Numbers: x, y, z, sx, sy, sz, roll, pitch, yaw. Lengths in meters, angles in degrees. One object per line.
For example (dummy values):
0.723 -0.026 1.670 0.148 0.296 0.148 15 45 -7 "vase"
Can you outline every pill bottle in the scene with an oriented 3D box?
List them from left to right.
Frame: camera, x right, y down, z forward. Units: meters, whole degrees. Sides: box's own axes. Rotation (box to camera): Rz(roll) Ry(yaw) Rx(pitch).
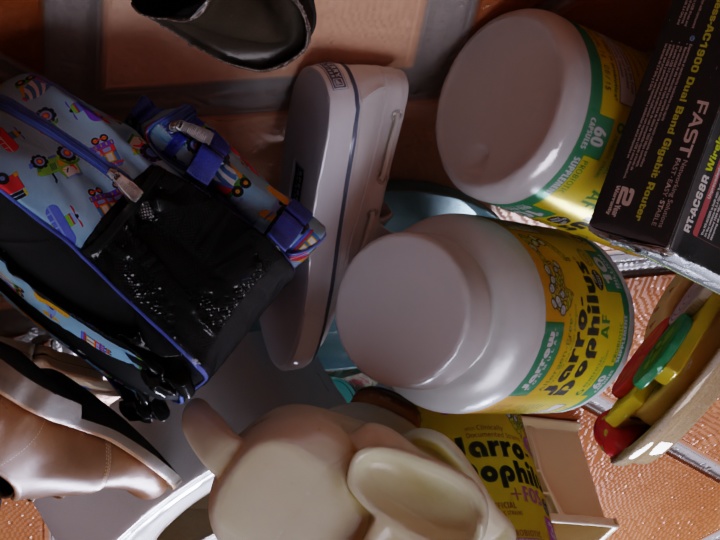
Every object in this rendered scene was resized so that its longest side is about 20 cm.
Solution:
0.058 0.126 1.369 0.104 0.201 0.104 -11 151 -6 "pill bottle"
0.071 0.026 1.244 0.113 0.113 0.200 -30 162 25 "pill bottle"
0.150 -0.070 1.238 0.200 0.113 0.113 18 136 -38 "pill bottle"

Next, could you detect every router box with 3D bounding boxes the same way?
0.222 -0.084 1.175 0.150 0.201 0.062 23 176 -42 "router box"

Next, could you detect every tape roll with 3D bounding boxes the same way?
-0.104 0.123 1.363 0.202 0.071 0.203 -31 162 -11 "tape roll"

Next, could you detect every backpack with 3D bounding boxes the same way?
-0.140 -0.029 1.162 0.135 0.200 0.183 -51 -178 -14 "backpack"

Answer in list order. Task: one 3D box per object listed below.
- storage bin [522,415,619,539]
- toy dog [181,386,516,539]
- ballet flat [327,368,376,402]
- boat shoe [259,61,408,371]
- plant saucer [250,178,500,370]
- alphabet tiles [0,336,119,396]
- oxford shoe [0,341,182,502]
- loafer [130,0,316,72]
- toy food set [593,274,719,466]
0.051 0.195 1.620 0.198 0.094 0.200 8 142 -29 "storage bin"
-0.011 0.138 1.227 0.193 0.140 0.200 24 -173 8 "toy dog"
0.010 0.094 1.482 0.199 0.076 0.064 -13 172 7 "ballet flat"
-0.012 -0.027 1.248 0.065 0.074 0.201 -5 129 -26 "boat shoe"
0.000 0.000 1.371 0.199 0.027 0.200 -9 146 -6 "plant saucer"
-0.242 0.050 1.283 0.195 0.015 0.200 17 168 -38 "alphabet tiles"
-0.167 0.097 1.177 0.071 0.071 0.200 -54 147 0 "oxford shoe"
-0.091 -0.146 1.078 0.073 0.072 0.200 -29 144 23 "loafer"
0.215 0.038 1.359 0.049 0.200 0.198 38 151 1 "toy food set"
